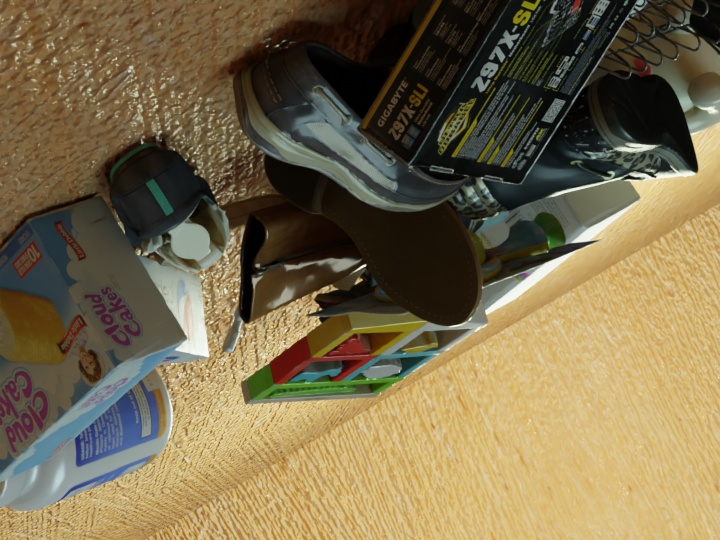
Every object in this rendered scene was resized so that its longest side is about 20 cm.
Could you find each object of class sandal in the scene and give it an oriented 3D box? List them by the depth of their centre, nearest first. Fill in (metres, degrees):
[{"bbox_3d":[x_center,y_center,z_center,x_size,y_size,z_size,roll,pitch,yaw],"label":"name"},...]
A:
[{"bbox_3d":[0.027,-0.036,1.443,0.070,0.212,0.078,4,119,-53],"label":"sandal"}]

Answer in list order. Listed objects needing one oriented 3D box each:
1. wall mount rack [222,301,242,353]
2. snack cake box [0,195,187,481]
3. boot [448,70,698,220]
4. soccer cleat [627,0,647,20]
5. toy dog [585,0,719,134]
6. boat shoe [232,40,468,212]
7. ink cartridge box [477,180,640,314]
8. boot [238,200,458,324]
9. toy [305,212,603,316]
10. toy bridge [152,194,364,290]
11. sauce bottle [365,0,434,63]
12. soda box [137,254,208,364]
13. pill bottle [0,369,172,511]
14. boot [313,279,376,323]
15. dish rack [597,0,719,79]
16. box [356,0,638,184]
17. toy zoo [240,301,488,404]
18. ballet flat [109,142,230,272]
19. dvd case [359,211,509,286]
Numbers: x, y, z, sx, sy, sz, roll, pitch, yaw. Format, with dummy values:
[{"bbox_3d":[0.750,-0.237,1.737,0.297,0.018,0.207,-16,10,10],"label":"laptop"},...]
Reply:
[{"bbox_3d":[-0.049,-0.015,1.708,0.173,0.075,0.200,-29,170,-15],"label":"wall mount rack"},{"bbox_3d":[-0.215,0.051,1.402,0.067,0.115,0.200,-22,167,-44],"label":"snack cake box"},{"bbox_3d":[0.156,-0.087,1.529,0.153,0.074,0.203,-21,168,23],"label":"boot"},{"bbox_3d":[0.119,-0.170,1.483,0.200,0.068,0.073,-38,149,28],"label":"soccer cleat"},{"bbox_3d":[0.224,-0.171,1.658,0.200,0.140,0.194,-25,-160,-34],"label":"toy dog"},{"bbox_3d":[0.010,-0.092,1.315,0.073,0.075,0.200,-33,149,33],"label":"boat shoe"},{"bbox_3d":[0.122,-0.062,1.789,0.085,0.145,0.200,-27,170,-41],"label":"ink cartridge box"},{"bbox_3d":[0.000,0.000,1.568,0.199,0.069,0.189,-26,147,-27],"label":"boot"},{"bbox_3d":[0.067,-0.010,1.514,0.199,0.047,0.115,-15,-174,-36],"label":"toy"},{"bbox_3d":[-0.064,-0.025,1.568,0.199,0.027,0.067,8,130,-43],"label":"toy bridge"},{"bbox_3d":[0.032,-0.127,1.404,0.065,0.065,0.200,-28,172,-19],"label":"sauce bottle"},{"bbox_3d":[-0.169,0.033,1.553,0.063,0.068,0.200,-8,174,9],"label":"soda box"},{"bbox_3d":[-0.258,0.136,1.731,0.112,0.112,0.200,-37,169,33],"label":"pill bottle"},{"bbox_3d":[0.017,0.018,1.743,0.097,0.075,0.200,-46,179,-7],"label":"boot"},{"bbox_3d":[0.201,-0.200,1.397,0.200,0.054,0.154,-23,133,-36],"label":"dish rack"},{"bbox_3d":[0.101,-0.150,1.262,0.159,0.049,0.200,5,120,-59],"label":"box"},{"bbox_3d":[0.009,0.060,1.625,0.131,0.021,0.200,-1,158,-34],"label":"toy zoo"},{"bbox_3d":[-0.124,-0.032,1.394,0.073,0.073,0.200,-30,171,-2],"label":"ballet flat"},{"bbox_3d":[0.066,-0.086,1.630,0.146,0.022,0.200,-26,144,-26],"label":"dvd case"}]
